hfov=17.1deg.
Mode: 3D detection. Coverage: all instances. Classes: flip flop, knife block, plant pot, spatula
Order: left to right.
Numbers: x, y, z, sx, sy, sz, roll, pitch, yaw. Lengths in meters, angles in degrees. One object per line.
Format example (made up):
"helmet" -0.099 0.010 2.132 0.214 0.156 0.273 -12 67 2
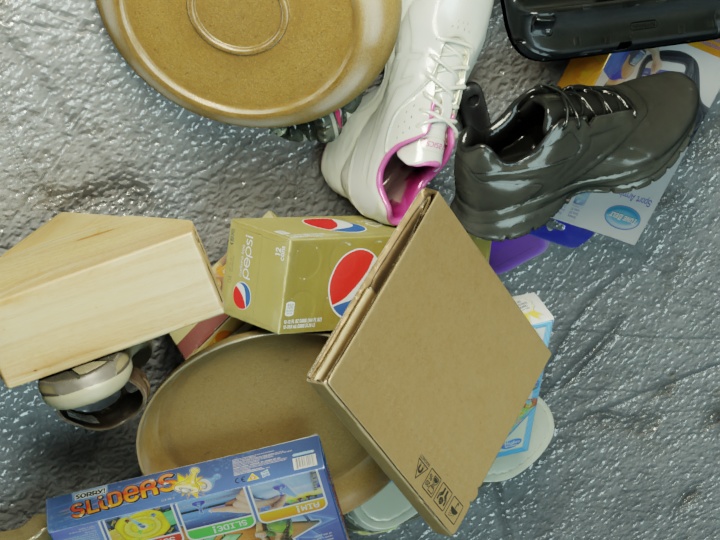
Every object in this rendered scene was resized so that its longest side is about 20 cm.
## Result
"knife block" -0.212 0.033 1.554 0.176 0.200 0.064 -42 122 -36
"flip flop" -0.174 0.081 1.623 0.081 0.200 0.058 -26 95 -2
"plant pot" -0.075 -0.170 1.501 0.200 0.028 0.200 6 126 9
"plant pot" -0.060 0.109 1.686 0.200 0.028 0.200 -6 132 -7
"spatula" 0.099 -0.066 1.768 0.056 0.021 0.200 -29 134 -8

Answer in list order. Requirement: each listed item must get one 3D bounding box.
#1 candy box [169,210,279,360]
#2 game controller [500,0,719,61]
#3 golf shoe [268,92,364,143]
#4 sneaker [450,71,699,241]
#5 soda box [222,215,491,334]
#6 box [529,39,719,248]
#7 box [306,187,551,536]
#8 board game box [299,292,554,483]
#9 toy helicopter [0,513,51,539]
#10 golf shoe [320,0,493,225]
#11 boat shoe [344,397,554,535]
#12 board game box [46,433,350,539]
"candy box" -0.038 0.053 1.756 0.115 0.055 0.200 -45 134 7
"game controller" 0.184 -0.206 1.669 0.200 0.105 0.042 -9 171 -27
"golf shoe" -0.046 -0.181 1.570 0.088 0.077 0.200 -46 136 -35
"sneaker" 0.152 -0.095 1.663 0.200 0.076 0.091 -28 138 -17
"soda box" 0.000 0.000 1.664 0.200 0.064 0.068 -3 105 -44
"box" 0.190 -0.104 1.763 0.119 0.041 0.200 16 106 -39
"box" 0.053 0.066 1.663 0.164 0.021 0.200 -59 137 -22
"board game box" 0.040 0.095 1.772 0.200 0.034 0.135 -11 132 -23
"toy helicopter" -0.226 0.233 1.775 0.200 0.079 0.132 -15 128 -32
"golf shoe" 0.049 -0.120 1.648 0.075 0.092 0.200 10 117 -35
"boat shoe" 0.063 0.152 1.892 0.201 0.072 0.060 -24 175 -29
"board game box" -0.111 0.195 1.711 0.200 0.034 0.136 -13 133 1
